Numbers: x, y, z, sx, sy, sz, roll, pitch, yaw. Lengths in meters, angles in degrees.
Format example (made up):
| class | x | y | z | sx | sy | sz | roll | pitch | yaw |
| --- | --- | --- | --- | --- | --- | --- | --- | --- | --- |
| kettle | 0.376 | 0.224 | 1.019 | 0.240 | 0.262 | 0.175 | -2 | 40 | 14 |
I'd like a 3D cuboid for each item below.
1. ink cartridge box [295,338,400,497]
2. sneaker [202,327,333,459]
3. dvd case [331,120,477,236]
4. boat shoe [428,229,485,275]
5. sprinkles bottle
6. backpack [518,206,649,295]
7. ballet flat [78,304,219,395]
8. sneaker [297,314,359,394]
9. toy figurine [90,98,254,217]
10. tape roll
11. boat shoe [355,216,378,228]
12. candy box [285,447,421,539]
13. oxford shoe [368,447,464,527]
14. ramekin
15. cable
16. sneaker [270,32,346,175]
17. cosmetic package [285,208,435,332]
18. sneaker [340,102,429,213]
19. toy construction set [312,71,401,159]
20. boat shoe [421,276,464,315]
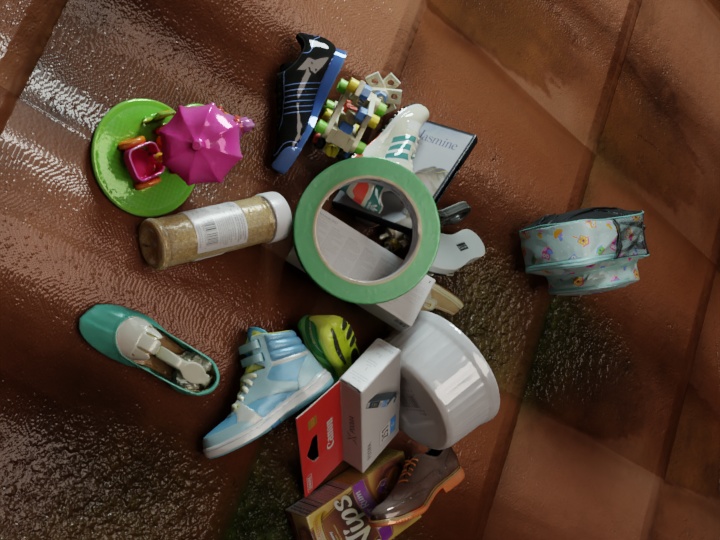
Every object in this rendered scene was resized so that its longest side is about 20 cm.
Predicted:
| class | x | y | z | sx | sy | sz | roll | pitch | yaw |
| --- | --- | --- | --- | --- | --- | --- | --- | --- | --- |
| ink cartridge box | -0.012 | 0.218 | 1.321 | 0.176 | 0.045 | 0.200 | -43 | 149 | -33 |
| sneaker | -0.149 | 0.154 | 1.266 | 0.200 | 0.080 | 0.131 | -33 | 91 | -20 |
| dvd case | 0.067 | -0.148 | 1.401 | 0.200 | 0.143 | 0.018 | -56 | 151 | -25 |
| boat shoe | 0.127 | -0.018 | 1.466 | 0.200 | 0.064 | 0.071 | -8 | 64 | -57 |
| sprinkles bottle | -0.186 | -0.054 | 1.228 | 0.200 | 0.068 | 0.068 | -16 | 101 | -39 |
| backpack | 0.381 | -0.033 | 1.640 | 0.200 | 0.176 | 0.153 | 2 | 85 | -36 |
| ballet flat | -0.252 | 0.099 | 1.172 | 0.200 | 0.070 | 0.067 | 36 | 68 | -34 |
| sneaker | -0.041 | 0.139 | 1.351 | 0.074 | 0.084 | 0.200 | -41 | 134 | -38 |
| toy figurine | -0.197 | -0.153 | 1.144 | 0.200 | 0.184 | 0.150 | -31 | 109 | -37 |
| tape roll | 0.007 | -0.054 | 1.286 | 0.200 | 0.048 | 0.201 | 0 | 89 | -6 |
| boat shoe | 0.074 | -0.124 | 1.445 | 0.200 | 0.076 | 0.072 | -40 | 141 | -21 |
| candy box | -0.006 | 0.360 | 1.391 | 0.200 | 0.056 | 0.117 | -26 | 107 | -36 |
| oxford shoe | 0.074 | 0.313 | 1.387 | 0.200 | 0.071 | 0.073 | -25 | 97 | -48 |
| ramekin | 0.100 | 0.168 | 1.392 | 0.098 | 0.200 | 0.201 | -35 | 112 | -27 |
| cable | 0.109 | -0.087 | 1.474 | 0.050 | 0.097 | 0.200 | 44 | 46 | 16 |
| sneaker | -0.093 | -0.235 | 1.316 | 0.078 | 0.070 | 0.200 | 25 | 82 | -9 |
| cosmetic package | 0.000 | 0.000 | 1.344 | 0.200 | 0.051 | 0.083 | 33 | 70 | -5 |
| sneaker | 0.052 | -0.159 | 1.372 | 0.093 | 0.070 | 0.200 | 42 | 60 | 5 |
| toy construction set | -0.009 | -0.224 | 1.317 | 0.092 | 0.131 | 0.200 | 32 | 24 | 1 |
| boat shoe | 0.079 | 0.031 | 1.460 | 0.200 | 0.074 | 0.066 | 28 | 96 | -36 |
